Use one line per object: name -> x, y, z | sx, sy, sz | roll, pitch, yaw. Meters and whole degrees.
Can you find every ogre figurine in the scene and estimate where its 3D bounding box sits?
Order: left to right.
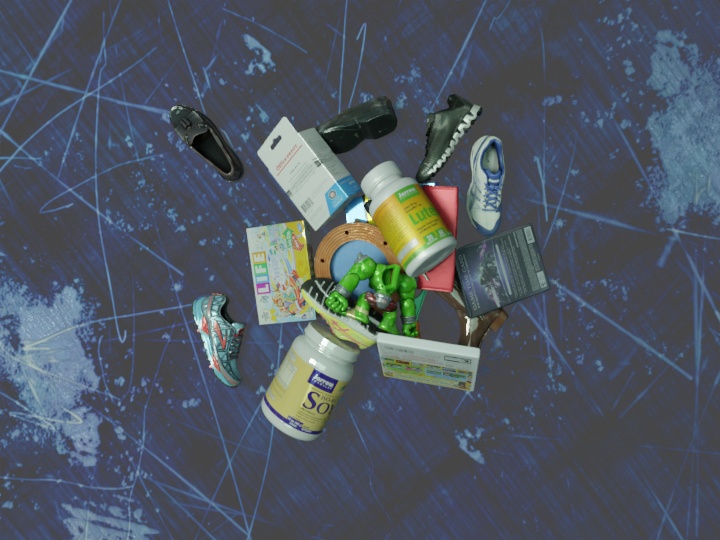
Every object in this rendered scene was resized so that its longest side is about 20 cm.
ogre figurine -> 0.039, 0.048, 1.058 | 0.195, 0.098, 0.123 | 21, 83, -4

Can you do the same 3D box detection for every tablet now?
tablet -> -0.019, 0.005, 1.153 | 0.197, 0.014, 0.132 | -27, 100, 23

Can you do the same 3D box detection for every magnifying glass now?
magnifying glass -> 0.111, 0.087, 1.190 | 0.077, 0.022, 0.206 | -6, 95, 1

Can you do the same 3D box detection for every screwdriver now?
screwdriver -> 0.073, -0.060, 1.099 | 0.028, 0.029, 0.201 | -36, 78, -17

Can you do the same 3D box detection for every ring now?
ring -> 0.000, 0.000, 1.129 | 0.195, 0.019, 0.206 | 6, 111, 15

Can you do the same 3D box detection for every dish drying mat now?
dish drying mat -> 0.151, -0.062, 1.086 | 0.075, 0.018, 0.206 | 5, 100, 20

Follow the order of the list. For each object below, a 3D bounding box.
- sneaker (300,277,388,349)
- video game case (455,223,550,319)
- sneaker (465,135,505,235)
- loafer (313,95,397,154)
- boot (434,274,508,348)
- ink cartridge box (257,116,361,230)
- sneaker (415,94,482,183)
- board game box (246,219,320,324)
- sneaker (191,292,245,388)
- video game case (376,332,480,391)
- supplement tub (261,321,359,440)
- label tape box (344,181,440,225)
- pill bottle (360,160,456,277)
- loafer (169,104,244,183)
sneaker -> -0.044, 0.096, 1.123 | 0.198, 0.079, 0.091 | 36, 133, -5
video game case -> 0.291, -0.001, 1.153 | 0.195, 0.019, 0.147 | -18, 91, -14
sneaker -> 0.259, -0.173, 1.136 | 0.073, 0.088, 0.206 | -5, 96, -1
loafer -> -0.021, -0.299, 1.147 | 0.195, 0.073, 0.074 | -15, 56, 8
boot -> 0.188, 0.080, 1.167 | 0.186, 0.064, 0.200 | -44, 97, -10
ink cartridge box -> -0.104, -0.199, 1.117 | 0.116, 0.068, 0.201 | -39, 88, 35
sneaker -> 0.161, -0.275, 1.142 | 0.090, 0.066, 0.202 | 36, 90, 0
board game box -> -0.160, 0.005, 1.162 | 0.131, 0.034, 0.206 | -7, 95, 17
sneaker -> -0.282, 0.146, 1.168 | 0.093, 0.079, 0.205 | -21, 94, 0
video game case -> 0.135, 0.185, 1.110 | 0.194, 0.183, 0.023 | 7, 59, 12
supplement tub -> -0.100, 0.224, 1.139 | 0.143, 0.145, 0.203 | 29, 95, -2
label tape box -> 0.075, -0.093, 1.148 | 0.195, 0.063, 0.149 | -7, 95, 19
pill bottle -> 0.084, -0.100, 1.042 | 0.110, 0.111, 0.203 | -33, 75, 3
loafer -> -0.319, -0.267, 1.143 | 0.072, 0.063, 0.200 | -44, 93, 3
